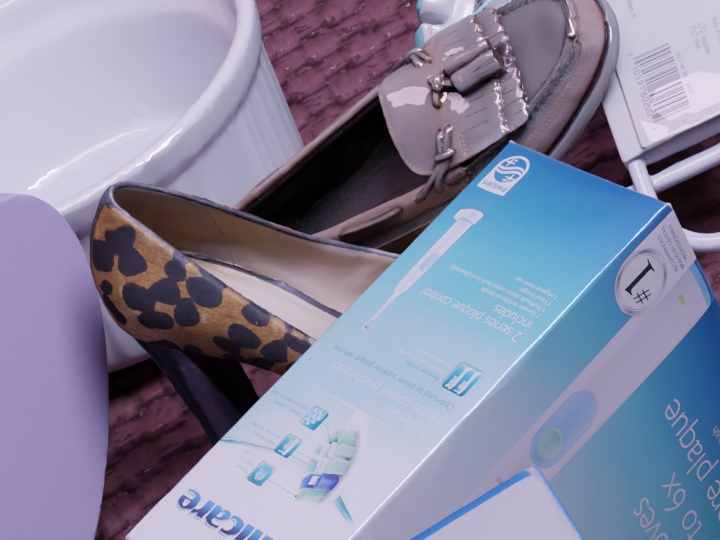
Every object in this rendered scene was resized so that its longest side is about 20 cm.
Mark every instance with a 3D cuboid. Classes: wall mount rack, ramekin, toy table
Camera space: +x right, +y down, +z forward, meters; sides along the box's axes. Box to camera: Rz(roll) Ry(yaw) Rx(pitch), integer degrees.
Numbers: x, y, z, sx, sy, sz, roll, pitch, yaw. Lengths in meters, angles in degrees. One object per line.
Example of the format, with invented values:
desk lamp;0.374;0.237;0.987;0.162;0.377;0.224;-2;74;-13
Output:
wall mount rack;0.157;-0.091;1.105;0.173;0.075;0.201;-24;57;14
ramekin;-0.119;-0.043;1.229;0.199;0.098;0.201;-19;34;14
toy table;-0.183;0.071;1.107;0.117;0.184;0.201;2;74;34

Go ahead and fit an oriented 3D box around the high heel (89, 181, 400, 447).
high heel;0.000;0.000;1.073;0.199;0.143;0.072;-18;39;17

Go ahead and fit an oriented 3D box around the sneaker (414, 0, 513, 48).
sneaker;0.103;-0.146;1.240;0.091;0.078;0.201;16;61;24

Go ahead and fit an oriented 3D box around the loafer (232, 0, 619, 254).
loafer;0.019;-0.047;1.115;0.200;0.063;0.072;-41;48;35

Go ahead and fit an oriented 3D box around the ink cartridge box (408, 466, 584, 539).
ink cartridge box;0.038;0.176;0.806;0.146;0.200;0.084;-32;40;-1

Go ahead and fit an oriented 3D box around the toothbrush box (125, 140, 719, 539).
toothbrush box;0.040;0.081;0.954;0.200;0.147;0.085;-44;39;-17
